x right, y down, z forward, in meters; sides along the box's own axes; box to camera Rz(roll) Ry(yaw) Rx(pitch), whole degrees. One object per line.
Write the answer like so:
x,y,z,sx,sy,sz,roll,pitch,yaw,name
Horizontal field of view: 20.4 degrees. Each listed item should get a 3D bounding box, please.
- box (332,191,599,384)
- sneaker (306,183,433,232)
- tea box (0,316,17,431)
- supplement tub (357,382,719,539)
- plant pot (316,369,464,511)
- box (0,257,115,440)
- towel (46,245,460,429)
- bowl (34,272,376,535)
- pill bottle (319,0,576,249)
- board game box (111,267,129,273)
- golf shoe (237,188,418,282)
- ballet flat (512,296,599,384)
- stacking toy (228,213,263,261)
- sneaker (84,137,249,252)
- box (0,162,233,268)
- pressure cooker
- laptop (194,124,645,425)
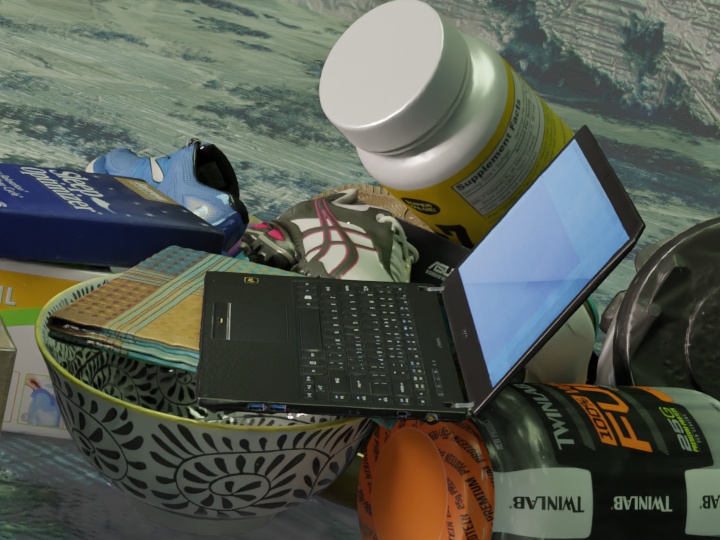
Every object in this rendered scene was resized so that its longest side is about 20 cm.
0.076,0.033,1.349,0.200,0.044,0.160,39,-8,-39,box
0.045,-0.012,1.475,0.198,0.072,0.113,-6,-34,20,sneaker
-0.278,0.053,0.936,0.195,0.135,0.200,7,15,-20,tea box
0.105,0.121,1.058,0.199,0.124,0.122,4,16,-35,supplement tub
0.014,0.083,1.231,0.198,0.028,0.200,13,27,-7,plant pot
-0.253,0.022,1.161,0.198,0.102,0.113,9,13,-17,box
-0.044,0.031,1.052,0.198,0.022,0.147,12,20,20,towel
-0.079,0.081,1.080,0.199,0.095,0.201,8,22,-3,bowl
0.068,-0.082,1.301,0.114,0.115,0.200,27,-9,47,pill bottle
-0.245,-0.011,1.396,0.146,0.065,0.200,7,16,-27,board game box
0.000,0.000,1.214,0.088,0.078,0.200,-35,34,-12,golf shoe
0.097,0.075,1.148,0.069,0.201,0.070,-2,56,3,ballet flat
-0.042,0.033,1.391,0.085,0.086,0.200,1,23,-43,stacking toy
-0.128,-0.047,1.402,0.079,0.089,0.200,57,-10,-31,sneaker
-0.165,-0.032,1.179,0.199,0.033,0.121,6,14,-33,box
0.232,0.065,1.247,0.177,0.177,0.200,19,-13,6,pressure cooker
0.022,-0.006,0.983,0.198,0.104,0.177,4,19,-4,laptop
